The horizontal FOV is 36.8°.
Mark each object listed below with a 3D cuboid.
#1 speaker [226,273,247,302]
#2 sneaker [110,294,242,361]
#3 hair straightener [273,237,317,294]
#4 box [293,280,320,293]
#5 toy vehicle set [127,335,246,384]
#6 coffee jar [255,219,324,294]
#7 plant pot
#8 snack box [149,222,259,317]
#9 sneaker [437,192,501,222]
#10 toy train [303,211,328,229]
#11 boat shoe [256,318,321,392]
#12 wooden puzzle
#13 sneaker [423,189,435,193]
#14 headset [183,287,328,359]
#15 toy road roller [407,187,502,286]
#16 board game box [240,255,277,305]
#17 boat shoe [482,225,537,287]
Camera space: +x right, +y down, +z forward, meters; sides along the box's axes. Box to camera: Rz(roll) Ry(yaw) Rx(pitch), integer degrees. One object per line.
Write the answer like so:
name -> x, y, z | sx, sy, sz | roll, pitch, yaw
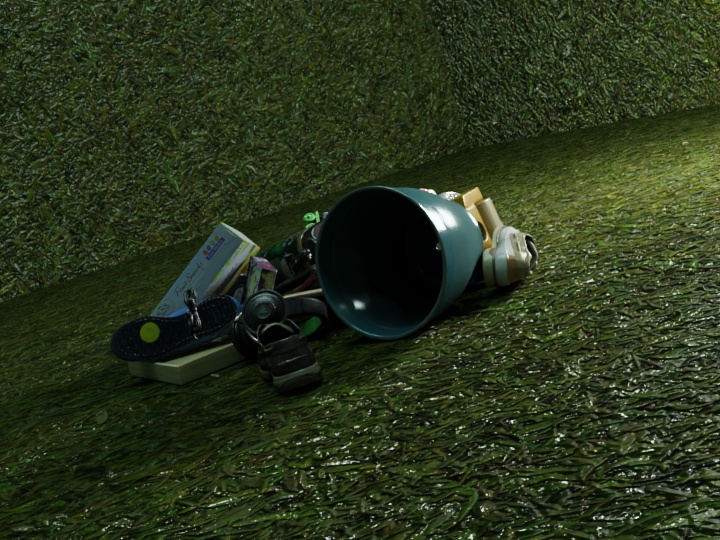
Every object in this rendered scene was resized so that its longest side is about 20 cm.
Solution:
speaker -> -0.259, 0.049, 1.941 | 0.081, 0.082, 0.199 | -21, 11, -34
sneaker -> -0.266, 0.091, 1.596 | 0.198, 0.067, 0.078 | -18, -12, -1
hair straightener -> -0.109, 0.004, 1.747 | 0.041, 0.077, 0.200 | -21, -13, -34
box -> 0.000, 0.000, 1.776 | 0.162, 0.021, 0.200 | -13, -9, -30
toy vehicle set -> -0.253, 0.128, 1.604 | 0.123, 0.027, 0.199 | -21, 10, -31
coffee jar -> -0.093, -0.024, 1.846 | 0.104, 0.086, 0.199 | -32, 6, -41
plant pot -> 0.070, -0.022, 1.482 | 0.198, 0.202, 0.187 | -10, 3, 32
snack box -> -0.252, 0.022, 1.743 | 0.201, 0.053, 0.142 | -53, -8, 0
sneaker -> 0.156, -0.069, 1.828 | 0.104, 0.076, 0.200 | -15, -22, 34
toy train -> -0.065, -0.038, 1.975 | 0.056, 0.042, 0.201 | -14, 45, 2
boat shoe -> -0.093, 0.096, 1.363 | 0.074, 0.074, 0.200 | -17, 8, -14
wooden puzzle -> -0.046, 0.043, 1.644 | 0.198, 0.047, 0.185 | -15, 0, -12
sneaker -> 0.108, -0.097, 2.096 | 0.075, 0.106, 0.200 | -10, 11, 22
headset -> -0.144, 0.062, 1.500 | 0.198, 0.095, 0.124 | -4, -23, -25
toy road roller -> 0.130, -0.035, 1.674 | 0.145, 0.124, 0.200 | -23, 4, 31
board game box -> -0.164, 0.045, 1.680 | 0.032, 0.121, 0.200 | 8, 4, -11
boat shoe -> 0.225, -0.019, 1.576 | 0.068, 0.076, 0.200 | -4, 16, 15
